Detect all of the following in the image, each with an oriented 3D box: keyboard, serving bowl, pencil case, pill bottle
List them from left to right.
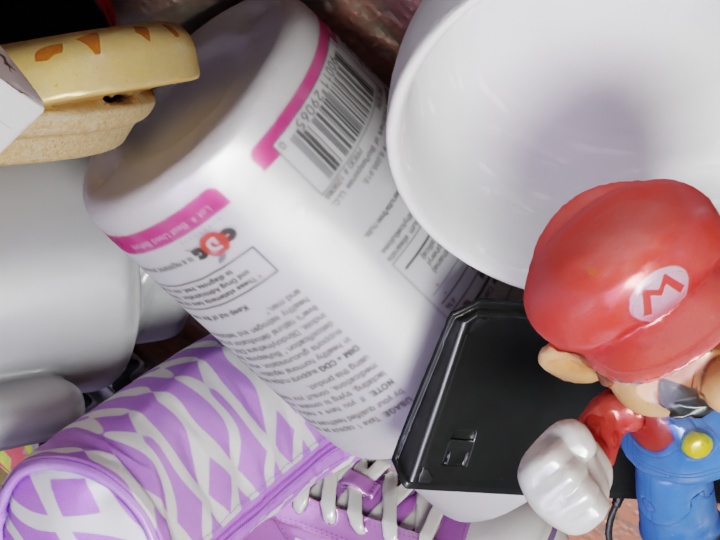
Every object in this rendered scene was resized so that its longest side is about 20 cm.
[{"bbox_3d":[-0.061,0.076,0.999,0.085,0.200,0.084,19,119,21],"label":"pencil case"},{"bbox_3d":[0.000,0.000,0.966,0.113,0.113,0.200,-23,122,41],"label":"pill bottle"},{"bbox_3d":[0.100,0.071,0.961,0.200,0.021,0.127,6,112,-31],"label":"keyboard"},{"bbox_3d":[0.106,-0.072,0.854,0.200,0.066,0.200,-3,144,-2],"label":"serving bowl"}]

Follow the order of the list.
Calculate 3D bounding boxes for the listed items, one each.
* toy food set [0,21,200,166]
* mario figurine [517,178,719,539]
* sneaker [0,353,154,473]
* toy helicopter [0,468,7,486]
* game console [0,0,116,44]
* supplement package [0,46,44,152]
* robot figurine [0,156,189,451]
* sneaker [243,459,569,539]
[{"bbox_3d":[-0.171,-0.068,0.910,0.200,0.198,0.049,18,109,61],"label":"toy food set"},{"bbox_3d":[0.120,0.050,0.863,0.106,0.124,0.200,-1,147,23],"label":"mario figurine"},{"bbox_3d":[-0.129,0.069,1.110,0.200,0.078,0.090,57,152,12],"label":"sneaker"},{"bbox_3d":[-0.239,0.113,1.238,0.132,0.079,0.200,45,140,-21],"label":"toy helicopter"},{"bbox_3d":[-0.212,-0.144,0.982,0.200,0.031,0.177,-3,132,30],"label":"game console"},{"bbox_3d":[-0.211,-0.091,0.704,0.156,0.111,0.200,50,-175,26],"label":"supplement package"},{"bbox_3d":[-0.164,0.000,1.006,0.200,0.170,0.113,-7,144,-23],"label":"robot figurine"},{"bbox_3d":[-0.013,0.100,1.116,0.200,0.073,0.114,-3,129,29],"label":"sneaker"}]
